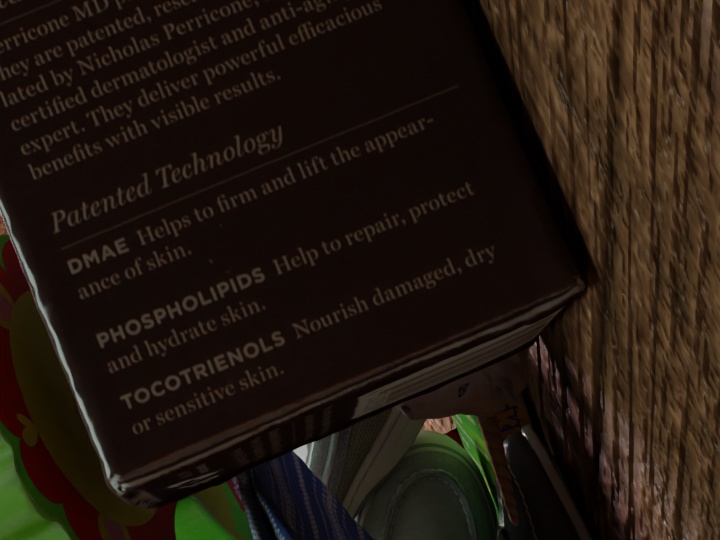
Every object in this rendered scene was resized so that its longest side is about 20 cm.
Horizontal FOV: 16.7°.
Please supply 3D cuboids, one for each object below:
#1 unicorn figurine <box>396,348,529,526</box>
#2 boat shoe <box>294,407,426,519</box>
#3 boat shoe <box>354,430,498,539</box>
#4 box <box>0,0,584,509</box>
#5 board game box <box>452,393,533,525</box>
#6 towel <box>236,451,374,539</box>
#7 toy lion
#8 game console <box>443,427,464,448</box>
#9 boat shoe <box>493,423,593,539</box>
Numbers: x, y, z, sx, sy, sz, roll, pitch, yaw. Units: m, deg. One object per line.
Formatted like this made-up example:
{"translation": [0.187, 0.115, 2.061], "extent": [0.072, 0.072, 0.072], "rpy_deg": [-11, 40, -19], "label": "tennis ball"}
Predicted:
{"translation": [0.000, 0.000, 0.986], "extent": [0.201, 0.136, 0.074], "rpy_deg": [-86, 1, -52], "label": "unicorn figurine"}
{"translation": [-0.039, 0.103, 1.074], "extent": [0.065, 0.202, 0.075], "rpy_deg": [10, -149, -41], "label": "boat shoe"}
{"translation": [0.034, 0.174, 1.084], "extent": [0.072, 0.070, 0.202], "rpy_deg": [-134, 44, -75], "label": "boat shoe"}
{"translation": [-0.041, -0.041, 0.845], "extent": [0.166, 0.163, 0.201], "rpy_deg": [96, 151, -82], "label": "box"}
{"translation": [0.064, 0.085, 1.103], "extent": [0.096, 0.030, 0.201], "rpy_deg": [-123, 8, -63], "label": "board game box"}
{"translation": [0.019, 0.140, 0.957], "extent": [0.200, 0.024, 0.145], "rpy_deg": [50, -174, -23], "label": "towel"}
{"translation": [-0.094, 0.077, 0.945], "extent": [0.201, 0.068, 0.192], "rpy_deg": [61, -162, -4], "label": "toy lion"}
{"translation": [0.030, 0.194, 1.200], "extent": [0.201, 0.118, 0.172], "rpy_deg": [67, -166, 4], "label": "game console"}
{"translation": [0.084, 0.162, 1.047], "extent": [0.067, 0.057, 0.201], "rpy_deg": [-123, 11, -66], "label": "boat shoe"}
